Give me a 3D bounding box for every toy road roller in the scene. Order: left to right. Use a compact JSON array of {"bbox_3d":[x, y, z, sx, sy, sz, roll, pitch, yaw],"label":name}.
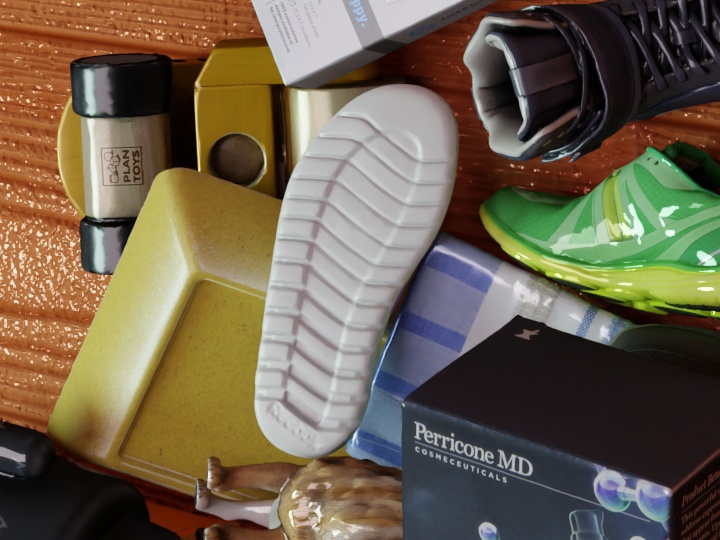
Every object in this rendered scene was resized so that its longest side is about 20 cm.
[{"bbox_3d":[-0.070,-0.071,1.612,0.200,0.146,0.123,-2,101,4],"label":"toy road roller"}]

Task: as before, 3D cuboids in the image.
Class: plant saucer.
[{"bbox_3d":[-0.050,0.062,1.566,0.048,0.200,0.200,-92,24,-56],"label":"plant saucer"}]

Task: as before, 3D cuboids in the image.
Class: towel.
[{"bbox_3d":[0.099,0.082,1.495,0.200,0.024,0.147,28,118,9],"label":"towel"}]

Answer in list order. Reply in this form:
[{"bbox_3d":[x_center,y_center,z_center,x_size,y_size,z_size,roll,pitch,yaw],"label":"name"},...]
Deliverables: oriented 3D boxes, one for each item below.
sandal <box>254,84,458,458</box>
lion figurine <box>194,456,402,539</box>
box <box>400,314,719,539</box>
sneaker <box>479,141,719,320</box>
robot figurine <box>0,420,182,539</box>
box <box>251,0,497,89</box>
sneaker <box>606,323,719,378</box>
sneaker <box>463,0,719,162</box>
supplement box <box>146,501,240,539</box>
[{"bbox_3d":[-0.007,-0.003,1.491,0.082,0.050,0.203,23,98,10],"label":"sandal"},{"bbox_3d":[-0.025,0.136,1.517,0.200,0.122,0.073,142,130,-80],"label":"lion figurine"},{"bbox_3d":[0.109,0.146,1.362,0.148,0.107,0.200,17,121,32],"label":"box"},{"bbox_3d":[0.149,-0.023,1.454,0.200,0.074,0.084,10,81,43],"label":"sneaker"},{"bbox_3d":[-0.197,0.158,1.588,0.200,0.125,0.151,18,89,22],"label":"robot figurine"},{"bbox_3d":[0.024,-0.204,1.487,0.200,0.041,0.156,-24,83,19],"label":"box"},{"bbox_3d":[0.195,0.096,1.400,0.200,0.079,0.075,36,118,16],"label":"sneaker"},{"bbox_3d":[0.144,-0.107,1.378,0.202,0.146,0.077,-19,85,41],"label":"sneaker"},{"bbox_3d":[-0.137,0.246,1.751,0.126,0.073,0.200,9,104,41],"label":"supplement box"}]
